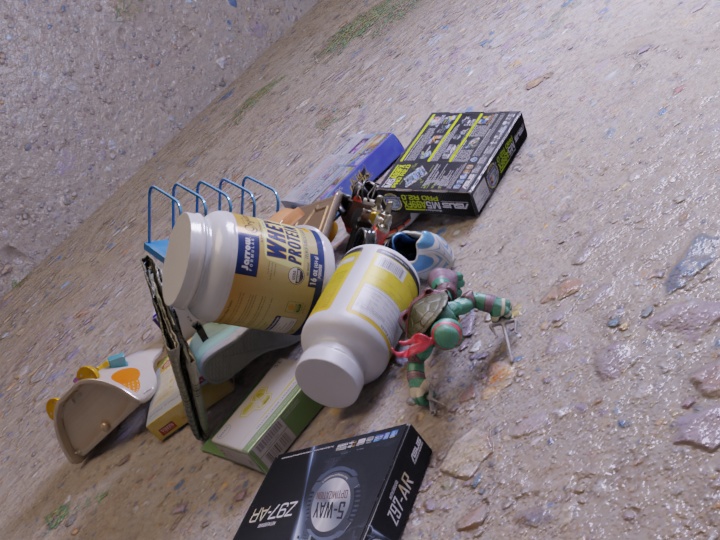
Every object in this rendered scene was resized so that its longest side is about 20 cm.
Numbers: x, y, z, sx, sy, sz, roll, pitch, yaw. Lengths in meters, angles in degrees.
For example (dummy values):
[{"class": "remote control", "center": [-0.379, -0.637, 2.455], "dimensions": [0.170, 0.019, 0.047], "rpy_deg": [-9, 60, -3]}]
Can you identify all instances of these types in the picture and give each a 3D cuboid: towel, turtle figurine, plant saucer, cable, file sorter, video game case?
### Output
[{"class": "towel", "center": [-0.251, 0.104, 1.345], "dimensions": [0.034, 0.201, 0.193], "rpy_deg": [-17, 47, -11]}, {"class": "turtle figurine", "center": [0.094, 0.064, 1.081], "dimensions": [0.149, 0.101, 0.200], "rpy_deg": [-37, 16, 5]}, {"class": "plant saucer", "center": [-0.168, -0.031, 1.472], "dimensions": [0.200, 0.032, 0.200], "rpy_deg": [-40, 5, 4]}, {"class": "cable", "center": [0.000, 0.000, 1.325], "dimensions": [0.097, 0.050, 0.201], "rpy_deg": [-105, 29, -63]}, {"class": "file sorter", "center": [-0.255, -0.085, 1.689], "dimensions": [0.199, 0.124, 0.138], "rpy_deg": [-10, 24, -34]}, {"class": "video game case", "center": [-0.035, -0.173, 1.805], "dimensions": [0.200, 0.046, 0.181], "rpy_deg": [-45, 21, -13]}]

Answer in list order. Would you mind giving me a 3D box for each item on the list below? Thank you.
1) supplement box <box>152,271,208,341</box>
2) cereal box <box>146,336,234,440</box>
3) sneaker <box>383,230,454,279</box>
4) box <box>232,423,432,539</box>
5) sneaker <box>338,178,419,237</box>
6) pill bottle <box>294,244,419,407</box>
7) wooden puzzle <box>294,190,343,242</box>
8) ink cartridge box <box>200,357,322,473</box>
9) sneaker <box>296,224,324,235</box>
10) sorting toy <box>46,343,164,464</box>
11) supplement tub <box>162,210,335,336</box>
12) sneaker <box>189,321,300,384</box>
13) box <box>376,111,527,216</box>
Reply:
[{"class": "supplement box", "center": [-0.286, 0.052, 1.687], "dimensions": [0.103, 0.101, 0.200], "rpy_deg": [-36, 22, 4]}, {"class": "cereal box", "center": [-0.258, 0.162, 1.511], "dimensions": [0.143, 0.040, 0.200], "rpy_deg": [-35, 23, 9]}, {"class": "sneaker", "center": [0.049, -0.022, 1.344], "dimensions": [0.199, 0.073, 0.072], "rpy_deg": [-9, 38, 54]}, {"class": "box", "center": [-0.037, 0.245, 0.994], "dimensions": [0.199, 0.044, 0.161], "rpy_deg": [-21, 28, 38]}, {"class": "sneaker", "center": [0.022, -0.102, 1.525], "dimensions": [0.199, 0.082, 0.077], "rpy_deg": [-10, 36, 51]}, {"class": "pill bottle", "center": [-0.006, 0.068, 1.199], "dimensions": [0.112, 0.112, 0.200], "rpy_deg": [-20, 28, 38]}, {"class": "wooden puzzle", "center": [-0.103, -0.022, 1.577], "dimensions": [0.199, 0.046, 0.186], "rpy_deg": [-19, 45, 50]}, {"class": "ink cartridge box", "center": [-0.135, 0.181, 1.273], "dimensions": [0.146, 0.048, 0.199], "rpy_deg": [-50, 27, -23]}, {"class": "sneaker", "center": [-0.120, 0.002, 1.429], "dimensions": [0.200, 0.071, 0.099], "rpy_deg": [-27, 18, 53]}, {"class": "sorting toy", "center": [-0.395, 0.186, 1.579], "dimensions": [0.200, 0.107, 0.180], "rpy_deg": [-41, 3, 29]}, {"class": "supplement tub", "center": [-0.148, 0.002, 1.284], "dimensions": [0.144, 0.199, 0.146], "rpy_deg": [-36, 49, 56]}, {"class": "sneaker", "center": [-0.161, 0.078, 1.427], "dimensions": [0.200, 0.074, 0.118], "rpy_deg": [-30, 28, -15]}, {"class": "box", "center": [0.138, -0.162, 1.449], "dimensions": [0.159, 0.044, 0.200], "rpy_deg": [4, 44, 34]}]
